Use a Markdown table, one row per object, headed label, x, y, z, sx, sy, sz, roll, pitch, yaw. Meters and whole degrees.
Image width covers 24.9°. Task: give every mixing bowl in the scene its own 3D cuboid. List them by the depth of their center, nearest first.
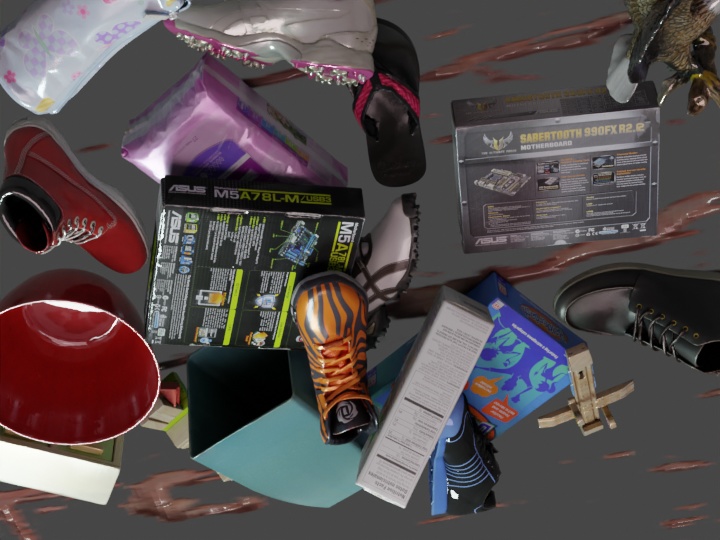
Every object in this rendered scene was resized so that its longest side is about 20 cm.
| label | x | y | z | sx | sy | sz | roll | pitch | yaw |
| --- | --- | --- | --- | --- | --- | --- | --- | --- | --- |
| mixing bowl | -0.302 | 0.072 | 1.684 | 0.198 | 0.109 | 0.201 | -2 | 130 | -2 |

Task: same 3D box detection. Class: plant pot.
| label | x | y | z | sx | sy | sz | roll | pitch | yaw |
| --- | --- | --- | --- | --- | --- | --- | --- | --- | --- |
| plant pot | -0.068 | 0.161 | 1.752 | 0.141 | 0.142 | 0.200 | -31 | 131 | 22 |

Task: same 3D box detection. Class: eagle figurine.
| label | x | y | z | sx | sy | sz | roll | pitch | yaw |
| --- | --- | --- | --- | --- | --- | --- | --- | --- | --- |
| eagle figurine | 0.273 | -0.232 | 1.435 | 0.151 | 0.151 | 0.200 | -55 | 139 | -5 |

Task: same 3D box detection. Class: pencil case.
| label | x | y | z | sx | sy | sz | roll | pitch | yaw |
| --- | --- | --- | --- | --- | --- | --- | --- | --- | --- |
| pencil case | -0.239 | -0.224 | 1.455 | 0.199 | 0.083 | 0.091 | -33 | 102 | 24 |

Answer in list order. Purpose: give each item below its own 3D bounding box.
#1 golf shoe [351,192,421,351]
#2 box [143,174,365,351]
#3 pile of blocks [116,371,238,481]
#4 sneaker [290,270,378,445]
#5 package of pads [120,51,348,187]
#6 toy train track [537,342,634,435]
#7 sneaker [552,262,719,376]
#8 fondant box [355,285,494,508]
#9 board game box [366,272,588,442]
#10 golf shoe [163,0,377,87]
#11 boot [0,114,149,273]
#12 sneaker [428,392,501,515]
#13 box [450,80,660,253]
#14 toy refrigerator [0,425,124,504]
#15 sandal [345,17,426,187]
| label | x | y | z | sx | sy | sz | roll | pitch | yaw |
| --- | --- | --- | --- | --- | --- | --- | --- | --- | --- |
| golf shoe | 0.000 | 0.000 | 1.656 | 0.094 | 0.078 | 0.201 | 14 | 127 | -13 |
| box | -0.106 | -0.003 | 1.574 | 0.191 | 0.048 | 0.201 | 1 | 137 | -12 |
| pile of blocks | -0.177 | 0.159 | 1.791 | 0.062 | 0.082 | 0.200 | -39 | 132 | 9 |
| sneaker | -0.015 | 0.095 | 1.579 | 0.077 | 0.113 | 0.201 | -14 | 140 | 0 |
| package of pads | -0.119 | -0.104 | 1.566 | 0.120 | 0.076 | 0.200 | -35 | 123 | 28 |
| toy train track | 0.246 | 0.138 | 1.764 | 0.114 | 0.033 | 0.200 | -22 | 148 | 0 |
| sneaker | 0.303 | 0.052 | 1.691 | 0.198 | 0.107 | 0.075 | -2 | 130 | 0 |
| fondant box | 0.064 | 0.121 | 1.624 | 0.058 | 0.144 | 0.201 | 27 | 96 | 0 |
| board game box | 0.126 | 0.109 | 1.772 | 0.152 | 0.045 | 0.200 | 35 | 121 | -27 |
| golf shoe | -0.078 | -0.227 | 1.478 | 0.198 | 0.075 | 0.092 | 12 | 89 | 6 |
| boot | -0.277 | -0.036 | 1.572 | 0.072 | 0.145 | 0.200 | -27 | 127 | 18 |
| sneaker | 0.115 | 0.195 | 1.774 | 0.077 | 0.071 | 0.201 | -2 | 138 | -2 |
| box | 0.191 | -0.099 | 1.598 | 0.198 | 0.049 | 0.159 | -6 | 129 | 3 |
| toy refrigerator | -0.364 | 0.188 | 1.800 | 0.198 | 0.076 | 0.070 | 16 | 127 | -14 |
| sandal | 0.026 | -0.153 | 1.549 | 0.074 | 0.045 | 0.201 | -10 | 129 | 7 |
